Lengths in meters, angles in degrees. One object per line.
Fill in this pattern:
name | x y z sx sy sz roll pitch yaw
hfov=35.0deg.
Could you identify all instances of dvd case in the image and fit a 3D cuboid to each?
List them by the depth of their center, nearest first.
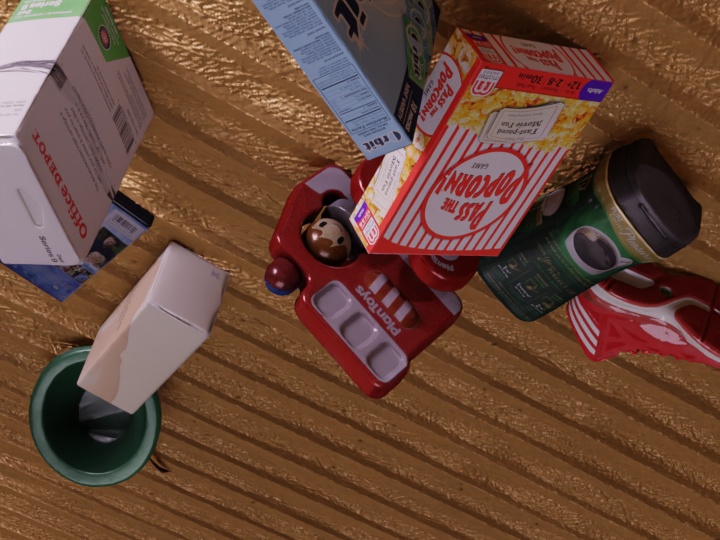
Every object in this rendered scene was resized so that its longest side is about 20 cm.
dvd case | -0.330 -0.049 1.226 0.142 0.018 0.199 37 134 -23

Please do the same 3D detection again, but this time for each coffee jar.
coffee jar | 0.206 -0.036 1.045 0.199 0.086 0.104 -28 114 37

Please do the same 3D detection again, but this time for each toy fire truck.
toy fire truck | 0.000 0.000 1.054 0.200 0.167 0.112 48 140 6

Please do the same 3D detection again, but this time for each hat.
hat | -0.318 0.175 1.466 0.163 0.176 0.203 15 101 1

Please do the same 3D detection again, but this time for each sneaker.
sneaker | 0.299 0.059 1.146 0.198 0.079 0.116 30 146 0

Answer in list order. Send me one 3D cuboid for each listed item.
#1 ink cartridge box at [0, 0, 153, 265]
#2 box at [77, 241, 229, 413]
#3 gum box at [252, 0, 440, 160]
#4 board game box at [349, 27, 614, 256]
ink cartridge box | -0.266 -0.125 0.989 0.083 0.202 0.147 0 136 16
box | -0.231 0.067 1.269 0.077 0.096 0.200 30 134 -17
gum box | -0.014 -0.214 0.850 0.044 0.171 0.201 -16 130 29
board game box | 0.099 -0.099 0.955 0.150 0.047 0.201 -1 135 -36
